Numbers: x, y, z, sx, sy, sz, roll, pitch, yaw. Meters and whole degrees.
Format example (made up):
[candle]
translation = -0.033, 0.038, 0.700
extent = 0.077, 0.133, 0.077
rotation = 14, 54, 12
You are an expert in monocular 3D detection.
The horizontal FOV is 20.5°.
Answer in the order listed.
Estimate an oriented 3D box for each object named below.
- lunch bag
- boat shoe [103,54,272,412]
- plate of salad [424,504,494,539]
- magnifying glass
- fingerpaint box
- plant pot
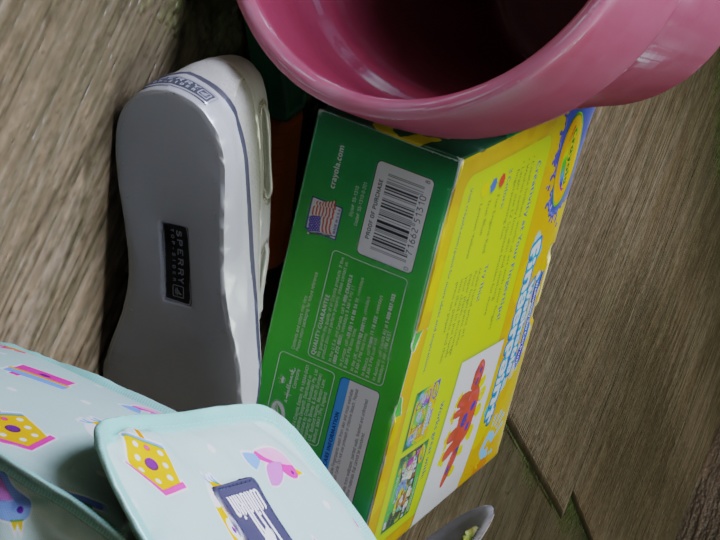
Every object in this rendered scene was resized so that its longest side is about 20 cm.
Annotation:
[lunch bag]
translation = -0.089, 0.098, 0.652
extent = 0.170, 0.200, 0.122
rotation = 5, 103, -71
[boat shoe]
translation = -0.065, 0.002, 0.851
extent = 0.070, 0.071, 0.200
rotation = -42, 140, -52
[plate of salad]
translation = -0.002, 0.199, 1.175
extent = 0.200, 0.048, 0.200
rotation = -40, 180, 0
[magnifying glass]
translation = -0.034, -0.093, 0.919
extent = 0.080, 0.022, 0.200
rotation = -45, 149, -55
[fingerpaint box]
translation = 0.025, 0.013, 0.914
extent = 0.167, 0.073, 0.200
rotation = -30, 137, -59
[plant pot]
translation = 0.072, -0.145, 0.829
extent = 0.179, 0.200, 0.200
rotation = 11, 97, -57
